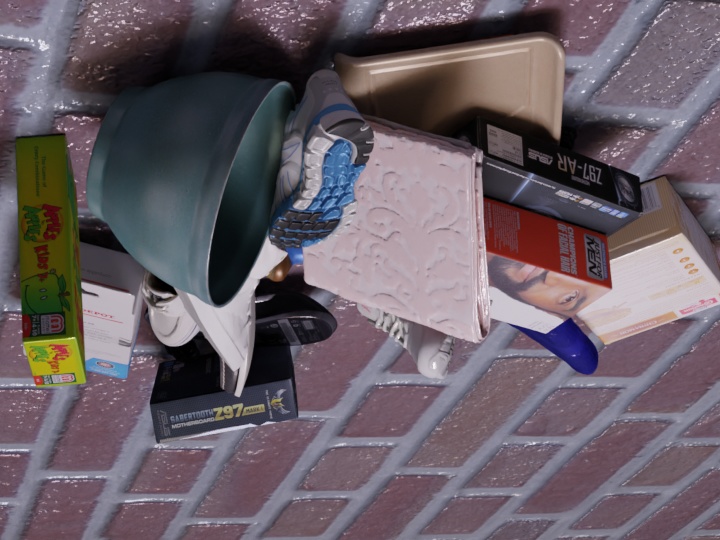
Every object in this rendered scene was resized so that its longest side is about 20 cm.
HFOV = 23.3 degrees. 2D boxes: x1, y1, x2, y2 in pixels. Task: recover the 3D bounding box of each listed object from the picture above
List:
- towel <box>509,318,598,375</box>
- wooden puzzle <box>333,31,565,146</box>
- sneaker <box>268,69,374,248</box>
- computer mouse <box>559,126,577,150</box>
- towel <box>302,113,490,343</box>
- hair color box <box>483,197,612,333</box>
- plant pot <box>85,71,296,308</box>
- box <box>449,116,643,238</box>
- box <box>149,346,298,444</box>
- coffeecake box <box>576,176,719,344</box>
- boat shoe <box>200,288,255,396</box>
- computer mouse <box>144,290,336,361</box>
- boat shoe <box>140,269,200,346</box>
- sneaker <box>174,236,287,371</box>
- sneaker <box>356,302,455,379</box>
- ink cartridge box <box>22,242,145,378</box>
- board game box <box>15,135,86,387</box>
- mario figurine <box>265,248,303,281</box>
[{"bbox_3d":[0.182,0.033,1.887,0.050,0.147,0.200,-53,151,-4],"label":"towel"},{"bbox_3d":[0.081,-0.156,1.567,0.198,0.038,0.185,-4,155,3],"label":"wooden puzzle"},{"bbox_3d":[-0.039,-0.097,1.527,0.074,0.087,0.200,-3,146,-22],"label":"sneaker"},{"bbox_3d":[0.135,-0.072,1.733,0.139,0.046,0.200,-5,154,-7],"label":"computer mouse"},{"bbox_3d":[0.028,-0.045,1.559,0.199,0.032,0.192,19,126,33],"label":"towel"},{"bbox_3d":[0.126,-0.009,1.651,0.199,0.064,0.111,14,148,-28],"label":"hair color box"},{"bbox_3d":[-0.152,-0.084,1.498,0.133,0.201,0.201,18,156,9],"label":"plant pot"},{"bbox_3d":[0.142,-0.066,1.659,0.199,0.044,0.160,18,147,-31],"label":"box"},{"bbox_3d":[-0.150,0.132,1.945,0.156,0.051,0.200,-9,-169,-1],"label":"box"},{"bbox_3d":[0.293,-0.006,1.874,0.153,0.074,0.200,-21,151,18],"label":"coffeecake box"},{"bbox_3d":[-0.136,0.038,1.788,0.060,0.074,0.201,5,123,-2],"label":"boat shoe"},{"bbox_3d":[-0.132,0.039,1.884,0.198,0.046,0.141,-9,150,15],"label":"computer mouse"},{"bbox_3d":[-0.186,0.008,1.715,0.070,0.071,0.201,-38,158,-42],"label":"boat shoe"},{"bbox_3d":[-0.112,0.016,1.682,0.115,0.074,0.200,-38,154,-12],"label":"sneaker"},{"bbox_3d":[0.045,0.051,1.820,0.099,0.200,0.078,5,114,-7],"label":"sneaker"},{"bbox_3d":[-0.279,0.029,1.771,0.115,0.067,0.200,14,151,-4],"label":"ink cartridge box"},{"bbox_3d":[-0.278,-0.008,1.573,0.047,0.201,0.102,-5,154,-6],"label":"board game box"},{"bbox_3d":[0.000,0.000,1.766,0.198,0.124,0.106,1,137,-8],"label":"mario figurine"}]
